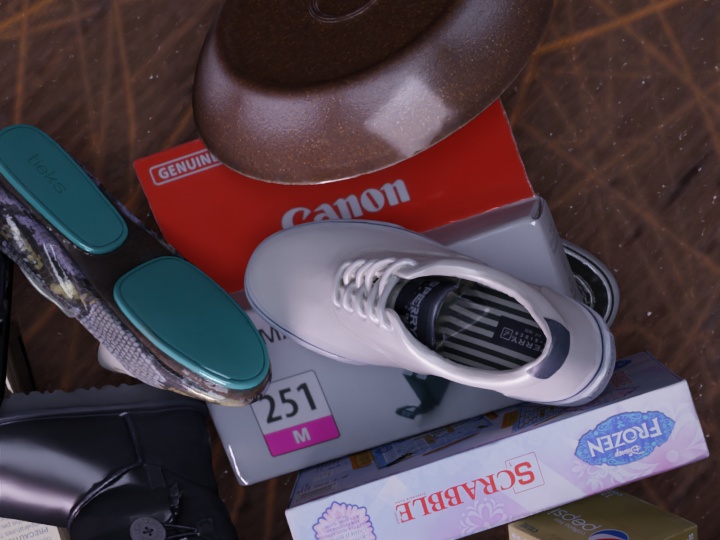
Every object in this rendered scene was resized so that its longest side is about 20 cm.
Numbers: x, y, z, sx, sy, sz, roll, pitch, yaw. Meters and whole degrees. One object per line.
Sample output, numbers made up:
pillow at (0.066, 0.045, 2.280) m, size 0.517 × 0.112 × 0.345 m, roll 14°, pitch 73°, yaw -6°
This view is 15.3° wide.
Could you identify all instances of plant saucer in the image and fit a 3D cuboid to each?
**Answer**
plant saucer at (-0.001, -0.128, 1.347) m, size 0.200 × 0.201 × 0.037 m, roll -28°, pitch 129°, yaw 2°

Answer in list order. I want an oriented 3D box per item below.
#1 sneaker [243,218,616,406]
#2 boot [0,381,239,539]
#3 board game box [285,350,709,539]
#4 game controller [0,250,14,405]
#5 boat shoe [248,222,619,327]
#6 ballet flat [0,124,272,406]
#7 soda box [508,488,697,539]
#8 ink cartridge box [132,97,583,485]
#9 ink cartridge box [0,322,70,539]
sneaker at (0.025, 0.012, 1.277) m, size 0.199 × 0.071 × 0.073 m, roll 12°, pitch 81°, yaw 29°
boot at (-0.132, 0.157, 1.302) m, size 0.164 × 0.066 × 0.201 m, roll -11°, pitch 62°, yaw -10°
board game box at (0.065, 0.095, 1.343) m, size 0.199 × 0.200 × 0.041 m, roll -18°, pitch 92°, yaw 2°
game controller at (-0.228, 0.022, 1.361) m, size 0.104 × 0.200 × 0.042 m, roll -5°, pitch 130°, yaw 0°
boat shoe at (0.038, 0.008, 1.408) m, size 0.199 × 0.064 × 0.071 m, roll 8°, pitch 92°, yaw 1°
ballet flat at (-0.122, 0.010, 1.347) m, size 0.200 × 0.072 × 0.072 m, roll 44°, pitch 92°, yaw 19°
soda box at (0.122, 0.210, 1.277) m, size 0.064 × 0.068 × 0.201 m, roll -18°, pitch 113°, yaw -31°
ink cartridge box at (0.000, 0.000, 1.355) m, size 0.199 × 0.044 × 0.174 m, roll -18°, pitch 108°, yaw 15°
ink cartridge box at (-0.251, 0.136, 1.413) m, size 0.199 × 0.075 × 0.165 m, roll -18°, pitch 93°, yaw 0°
